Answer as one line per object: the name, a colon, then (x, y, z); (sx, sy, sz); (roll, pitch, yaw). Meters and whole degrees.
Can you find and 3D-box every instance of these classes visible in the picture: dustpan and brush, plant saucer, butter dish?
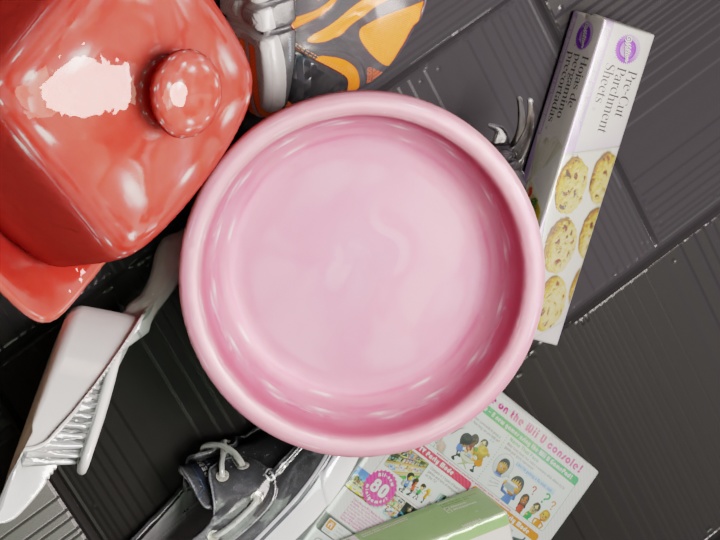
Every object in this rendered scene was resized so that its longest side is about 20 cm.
dustpan and brush: (-0.142, 0.046, 1.313); (0.057, 0.140, 0.201); (20, 64, -7)
plant saucer: (0.000, 0.000, 1.289); (0.199, 0.051, 0.202); (-1, 101, -3)
butter dish: (-0.131, -0.095, 1.219); (0.200, 0.147, 0.200); (-56, 130, -25)

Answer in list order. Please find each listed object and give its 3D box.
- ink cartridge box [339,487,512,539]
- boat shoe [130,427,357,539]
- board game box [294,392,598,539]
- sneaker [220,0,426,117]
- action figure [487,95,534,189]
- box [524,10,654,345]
ink cartridge box: (0.035, 0.248, 1.400); (0.145, 0.048, 0.201); (-19, 112, -19)
boat shoe: (-0.076, 0.132, 1.378); (0.200, 0.072, 0.068); (-46, 119, 0)
board game box: (0.028, 0.156, 1.433); (0.147, 0.064, 0.200); (39, 86, -29)
sneaker: (-0.024, -0.192, 1.322); (0.111, 0.078, 0.201); (-16, 120, -25)
action figure: (0.039, -0.011, 1.371); (0.200, 0.119, 0.102); (-39, 106, -1)
box: (0.125, -0.056, 1.438); (0.041, 0.039, 0.201); (15, 96, -28)
